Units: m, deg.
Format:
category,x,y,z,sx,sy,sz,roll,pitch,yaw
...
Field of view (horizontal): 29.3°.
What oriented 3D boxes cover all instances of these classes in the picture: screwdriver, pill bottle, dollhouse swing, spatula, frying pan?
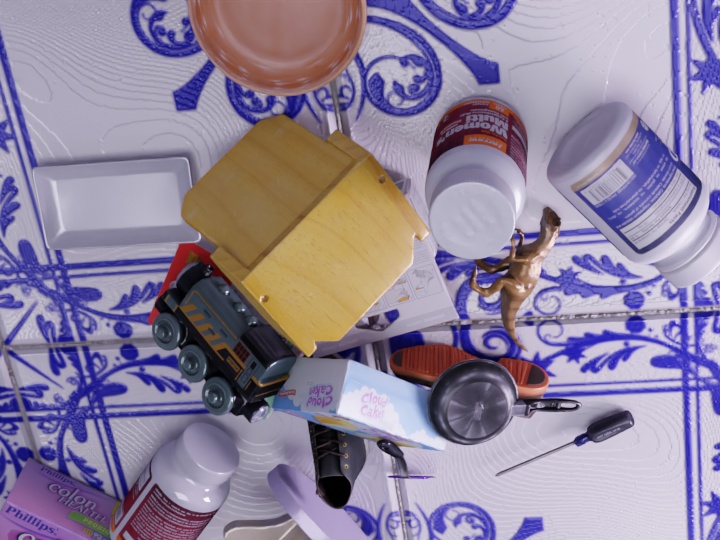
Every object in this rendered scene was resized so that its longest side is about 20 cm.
category,x,y,z,sx,sy,sz,roll,pitch,yaw
screwdriver,0.261,0.228,1.762,0.199,0.028,0.029,-30,140,25
pill bottle,-0.244,0.300,1.827,0.112,0.113,0.200,31,120,-10
dollhouse swing,-0.072,-0.048,1.561,0.200,0.176,0.182,-46,122,-10
pill bottle,0.126,-0.101,1.490,0.109,0.200,0.110,3,120,6
spatula,0.050,0.242,1.737,0.056,0.021,0.200,-1,156,15
pill bottle,0.314,-0.079,1.523,0.200,0.120,0.120,42,117,-16
frying pan,0.168,0.177,1.664,0.189,0.031,0.115,26,104,-18

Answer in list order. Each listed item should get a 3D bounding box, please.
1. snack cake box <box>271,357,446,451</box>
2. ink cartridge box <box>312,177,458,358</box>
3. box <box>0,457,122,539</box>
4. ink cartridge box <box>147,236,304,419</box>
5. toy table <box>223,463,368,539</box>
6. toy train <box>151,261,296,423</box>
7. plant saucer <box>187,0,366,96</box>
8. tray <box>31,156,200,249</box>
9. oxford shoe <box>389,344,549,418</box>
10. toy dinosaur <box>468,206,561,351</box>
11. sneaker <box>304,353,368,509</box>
category,x,y,z,sx,sy,sz,roll,pitch,yaw
snack cake box,0.006,0.162,1.659,0.114,0.068,0.199,1,163,45
ink cartridge box,0.000,0.000,1.658,0.198,0.045,0.177,-16,115,17
box,-0.430,0.393,1.918,0.175,0.097,0.201,27,119,-7
ink cartridge box,-0.165,0.073,1.695,0.199,0.050,0.161,29,127,0
toy table,-0.080,0.361,1.816,0.117,0.184,0.200,-43,98,9
toy train,-0.163,0.083,1.626,0.200,0.085,0.114,49,118,20
plant saucer,-0.089,-0.291,1.509,0.198,0.038,0.202,4,121,6
tray,-0.293,-0.082,1.662,0.198,0.022,0.108,-3,111,10
oxford shoe,0.130,0.146,1.709,0.198,0.072,0.073,12,125,1
toy dinosaur,0.181,0.018,1.633,0.105,0.061,0.201,16,121,-3
sneaker,-0.037,0.197,1.741,0.074,0.106,0.201,-12,117,15
